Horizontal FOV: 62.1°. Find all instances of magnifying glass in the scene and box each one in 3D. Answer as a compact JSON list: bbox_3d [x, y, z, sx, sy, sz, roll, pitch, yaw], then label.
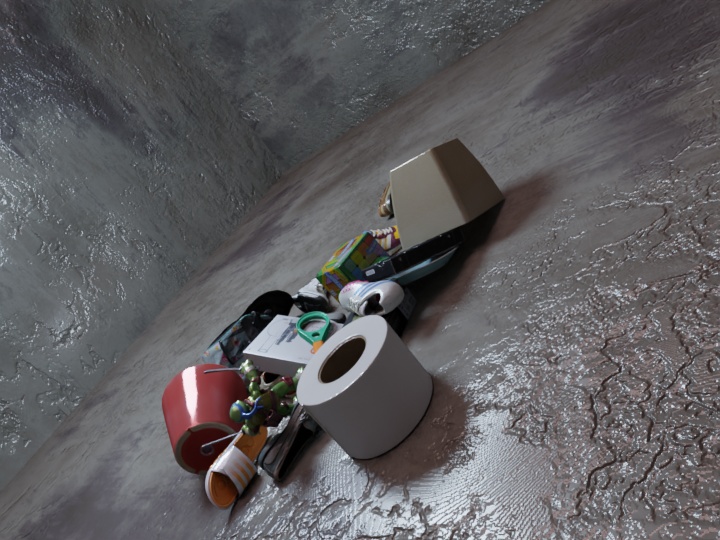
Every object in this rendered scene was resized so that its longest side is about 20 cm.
[{"bbox_3d":[-0.095,0.148,1.304,0.078,0.023,0.201,-14,30,-6],"label":"magnifying glass"}]

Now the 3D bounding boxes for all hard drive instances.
[{"bbox_3d":[0.114,-0.031,1.305,0.198,0.038,0.139,-26,2,-29],"label":"hard drive"}]

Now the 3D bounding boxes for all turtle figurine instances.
[{"bbox_3d":[-0.205,0.252,1.202,0.192,0.147,0.199,-1,-19,-44],"label":"turtle figurine"}]

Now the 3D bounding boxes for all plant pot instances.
[{"bbox_3d":[0.182,-0.189,1.391,0.198,0.180,0.199,-22,5,42],"label":"plant pot"},{"bbox_3d":[-0.344,0.341,1.340,0.199,0.201,0.178,-38,30,4],"label":"plant pot"}]

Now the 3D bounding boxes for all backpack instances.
[{"bbox_3d":[-0.295,0.210,1.516,0.198,0.155,0.175,-30,-8,17],"label":"backpack"}]

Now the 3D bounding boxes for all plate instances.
[{"bbox_3d":[0.132,-0.003,1.330,0.197,0.026,0.200,-27,3,2],"label":"plate"}]

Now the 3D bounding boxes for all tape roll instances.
[{"bbox_3d":[0.007,0.198,1.032,0.201,0.140,0.204,-36,20,15],"label":"tape roll"}]

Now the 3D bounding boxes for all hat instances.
[{"bbox_3d":[-0.245,0.148,1.653,0.200,0.201,0.081,-41,62,-3],"label":"hat"}]

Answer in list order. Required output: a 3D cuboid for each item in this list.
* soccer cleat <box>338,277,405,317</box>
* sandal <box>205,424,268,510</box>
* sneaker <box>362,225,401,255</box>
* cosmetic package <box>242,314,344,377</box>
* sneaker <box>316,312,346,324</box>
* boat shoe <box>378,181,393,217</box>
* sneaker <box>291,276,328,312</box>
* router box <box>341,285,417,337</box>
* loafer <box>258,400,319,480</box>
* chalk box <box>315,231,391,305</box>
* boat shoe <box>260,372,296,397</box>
[{"bbox_3d":[0.006,0.064,1.259,0.198,0.070,0.086,-15,26,50],"label":"soccer cleat"},{"bbox_3d":[-0.236,0.374,1.200,0.059,0.079,0.208,-32,18,39],"label":"sandal"},{"bbox_3d":[0.056,-0.084,1.619,0.199,0.090,0.075,-42,19,-2],"label":"sneaker"},{"bbox_3d":[-0.143,0.172,1.354,0.196,0.053,0.151,5,35,27],"label":"cosmetic package"},{"bbox_3d":[-0.111,0.151,1.477,0.198,0.075,0.079,-16,20,38],"label":"sneaker"},{"bbox_3d":[0.098,-0.240,1.902,0.073,0.076,0.201,-30,21,35],"label":"boat shoe"},{"bbox_3d":[-0.121,0.054,1.678,0.116,0.076,0.200,-49,18,-19],"label":"sneaker"},{"bbox_3d":[0.019,0.133,1.278,0.156,0.052,0.201,-22,27,41],"label":"router box"},{"bbox_3d":[-0.111,0.310,1.147,0.201,0.072,0.063,-52,41,-10],"label":"loafer"},{"bbox_3d":[0.000,0.000,1.452,0.125,0.124,0.199,-49,12,-26],"label":"chalk box"},{"bbox_3d":[-0.203,0.261,1.409,0.198,0.063,0.072,-16,32,53],"label":"boat shoe"}]
